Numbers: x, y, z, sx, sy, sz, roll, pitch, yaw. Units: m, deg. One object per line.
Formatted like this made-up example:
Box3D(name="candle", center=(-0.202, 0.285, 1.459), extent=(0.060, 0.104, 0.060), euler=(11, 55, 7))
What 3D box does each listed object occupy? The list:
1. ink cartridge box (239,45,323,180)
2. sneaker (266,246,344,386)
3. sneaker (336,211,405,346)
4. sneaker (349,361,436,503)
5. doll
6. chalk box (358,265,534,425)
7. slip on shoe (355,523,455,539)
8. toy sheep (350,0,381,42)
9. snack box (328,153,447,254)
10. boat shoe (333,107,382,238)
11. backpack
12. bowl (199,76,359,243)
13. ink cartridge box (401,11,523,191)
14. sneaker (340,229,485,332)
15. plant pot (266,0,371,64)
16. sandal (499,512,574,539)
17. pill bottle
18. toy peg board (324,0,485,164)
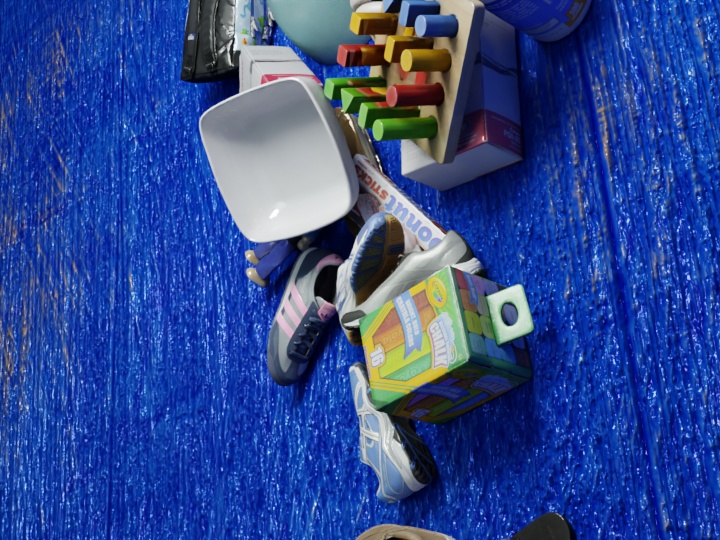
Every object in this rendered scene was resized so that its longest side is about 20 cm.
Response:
Box3D(name="ink cartridge box", center=(-0.118, -0.230, 1.735), extent=(0.200, 0.082, 0.147), euler=(-122, 32, -60))
Box3D(name="sneaker", center=(-0.072, 0.067, 1.665), extent=(0.082, 0.070, 0.203), euler=(11, 86, 52))
Box3D(name="sneaker", center=(0.000, 0.000, 1.567), extent=(0.088, 0.074, 0.202), euler=(55, 141, 45))
Box3D(name="sneaker", center=(0.021, 0.200, 1.512), extent=(0.077, 0.075, 0.201), euler=(-43, 47, 22))
Box3D(name="doll", center=(-0.093, -0.068, 1.751), extent=(0.200, 0.048, 0.137), euler=(-43, 36, 28))
Box3D(name="chalk box", center=(0.114, 0.083, 1.417), extent=(0.199, 0.123, 0.126), euler=(-34, 54, 35))
Box3D(name="slip on shoe", center=(0.037, 0.344, 1.445), extent=(0.199, 0.060, 0.077), euler=(-11, 67, 53))
Box3D(name="toy sheep", center=(0.047, -0.399, 1.661), extent=(0.137, 0.137, 0.203), euler=(-8, 75, 45))
Box3D(name="snack box", center=(0.044, -0.066, 1.578), extent=(0.200, 0.024, 0.072), euler=(44, 109, 26))
Box3D(name="boat shoe", center=(0.003, -0.129, 1.661), extent=(0.072, 0.065, 0.202), euler=(-27, 72, 27))
Box3D(name="backpack", center=(-0.216, -0.417, 1.954), extent=(0.162, 0.153, 0.203), euler=(-3, 96, 49))
Box3D(name="bowl", center=(-0.098, -0.151, 1.592), extent=(0.198, 0.075, 0.202), euler=(-15, 101, 33))
Box3D(name="ink cartridge box", center=(0.127, -0.224, 1.542), extent=(0.146, 0.082, 0.203), euler=(-19, 64, 43))
Box3D(name="sneaker", center=(0.060, 0.020, 1.512), extent=(0.199, 0.074, 0.080), euler=(-29, 71, 17))
Box3D(name="plant pot", center=(-0.068, -0.427, 1.788), extent=(0.199, 0.134, 0.203), euler=(-20, 62, 42))
Box3D(name="sandal", center=(0.155, 0.336, 1.343), extent=(0.200, 0.045, 0.076), euler=(-47, 47, 26))
Box3D(name="pill bottle", center=(0.182, -0.363, 1.444), extent=(0.111, 0.199, 0.114), euler=(-18, 64, 42))
Box3D(name="toy peg board", center=(0.042, -0.259, 1.460), extent=(0.200, 0.097, 0.201), euler=(46, 134, 47))
